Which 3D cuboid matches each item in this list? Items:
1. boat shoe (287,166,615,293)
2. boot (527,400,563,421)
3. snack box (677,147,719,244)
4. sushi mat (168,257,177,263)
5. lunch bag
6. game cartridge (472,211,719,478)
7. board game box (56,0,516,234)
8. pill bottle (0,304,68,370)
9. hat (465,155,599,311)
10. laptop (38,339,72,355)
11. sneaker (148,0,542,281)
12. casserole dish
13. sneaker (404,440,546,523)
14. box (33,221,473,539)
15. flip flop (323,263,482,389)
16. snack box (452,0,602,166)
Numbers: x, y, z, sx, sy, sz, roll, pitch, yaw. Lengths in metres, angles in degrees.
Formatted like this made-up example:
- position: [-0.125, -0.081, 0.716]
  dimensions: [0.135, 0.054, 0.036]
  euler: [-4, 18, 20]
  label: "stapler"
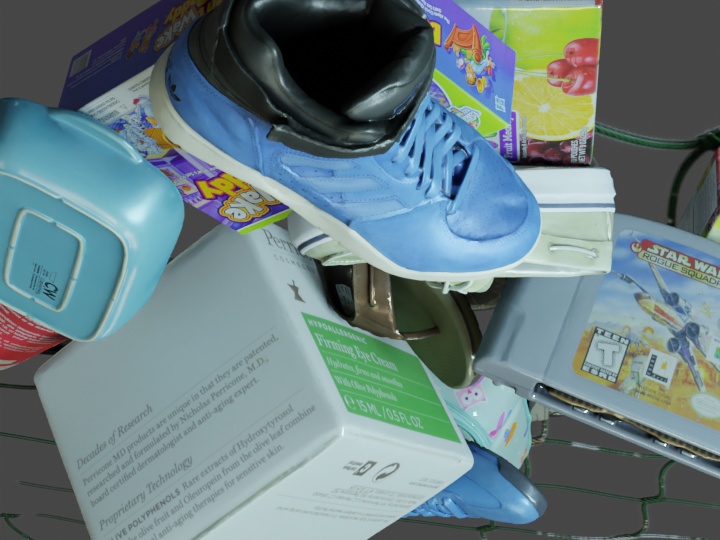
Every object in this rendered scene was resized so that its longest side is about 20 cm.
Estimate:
- position: [0.058, -0.019, 0.687]
  dimensions: [0.198, 0.063, 0.072]
  euler: [-6, 173, -22]
  label: "boat shoe"
- position: [0.211, 0.074, 1.009]
  dimensions: [0.152, 0.074, 0.204]
  euler: [1, 159, 2]
  label: "boot"
- position: [0.311, -0.014, 0.815]
  dimensions: [0.198, 0.053, 0.143]
  euler: [5, 154, 2]
  label: "snack box"
- position: [-0.071, 0.004, 0.979]
  dimensions: [0.198, 0.012, 0.096]
  euler: [-8, 150, 24]
  label: "sushi mat"
- position: [0.059, 0.113, 1.052]
  dimensions: [0.159, 0.077, 0.200]
  euler: [27, 159, 22]
  label: "lunch bag"
- position: [0.179, 0.039, 0.740]
  dimensions: [0.198, 0.134, 0.042]
  euler: [21, 156, 9]
  label: "game cartridge"
- position: [-0.041, -0.091, 0.632]
  dimensions: [0.134, 0.045, 0.199]
  euler: [30, 146, -36]
  label: "board game box"
- position: [-0.220, -0.006, 0.871]
  dimensions: [0.112, 0.113, 0.199]
  euler: [25, 147, -35]
  label: "pill bottle"
- position: [0.069, -0.019, 0.832]
  dimensions: [0.198, 0.082, 0.201]
  euler: [5, 153, 2]
  label: "hat"
- position: [-0.195, 0.092, 1.048]
  dimensions: [0.175, 0.104, 0.200]
  euler: [2, -171, 15]
  label: "laptop"
- position: [0.016, -0.058, 0.542]
  dimensions: [0.199, 0.077, 0.111]
  euler: [27, 158, -20]
  label: "sneaker"
- position: [-0.169, -0.018, 0.703]
  dimensions: [0.120, 0.039, 0.200]
  euler: [28, 148, -6]
  label: "casserole dish"
- position: [0.044, 0.162, 0.941]
  dimensions: [0.199, 0.079, 0.066]
  euler: [15, 147, 39]
  label: "sneaker"
- position: [-0.069, 0.102, 0.859]
  dimensions: [0.199, 0.172, 0.199]
  euler: [-37, 152, 16]
  label: "box"
- position: [0.000, 0.000, 0.795]
  dimensions: [0.200, 0.058, 0.081]
  euler: [49, 153, -1]
  label: "flip flop"
- position: [0.028, -0.114, 0.679]
  dimensions: [0.198, 0.053, 0.143]
  euler: [2, 151, 9]
  label: "snack box"
